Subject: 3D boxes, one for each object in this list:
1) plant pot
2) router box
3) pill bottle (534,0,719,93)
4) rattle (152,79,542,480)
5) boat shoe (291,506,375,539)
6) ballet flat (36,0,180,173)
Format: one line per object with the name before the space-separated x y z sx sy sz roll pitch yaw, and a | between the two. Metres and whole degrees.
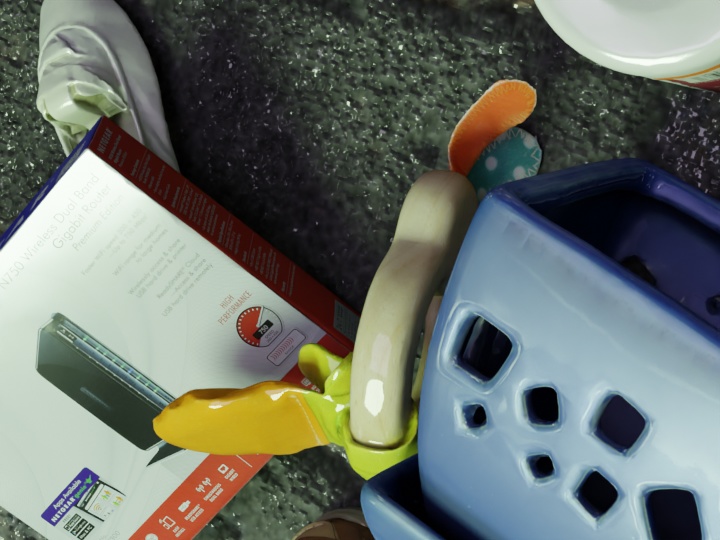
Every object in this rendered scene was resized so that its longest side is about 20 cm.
plant pot | 0.129 0.078 0.782 0.200 0.200 0.180 35 112 20
router box | -0.127 0.050 0.939 0.179 0.049 0.200 37 111 -14
pill bottle | 0.153 -0.133 0.755 0.114 0.200 0.115 1 93 26
rattle | 0.000 0.000 0.877 0.143 0.130 0.201 6 86 36
boat shoe | 0.036 0.198 0.898 0.200 0.072 0.076 33 106 22
ballet flat | -0.140 -0.073 0.981 0.069 0.069 0.201 -25 81 25
